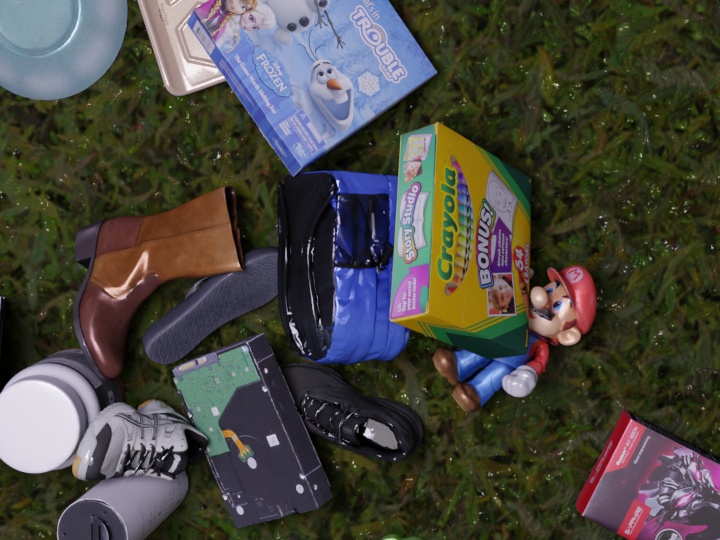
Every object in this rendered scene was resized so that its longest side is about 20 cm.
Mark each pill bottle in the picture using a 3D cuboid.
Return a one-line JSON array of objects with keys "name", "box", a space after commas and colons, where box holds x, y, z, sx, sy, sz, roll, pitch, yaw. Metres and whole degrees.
[{"name": "pill bottle", "box": [-0.332, 0.154, 1.321, 0.112, 0.200, 0.116, 0, 94, 0]}]

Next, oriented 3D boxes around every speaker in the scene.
[{"name": "speaker", "box": [-0.257, 0.260, 1.325, 0.080, 0.200, 0.083, 1, 98, 10]}]

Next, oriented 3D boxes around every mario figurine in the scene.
[{"name": "mario figurine", "box": [0.169, 0.061, 1.321, 0.199, 0.106, 0.124, -39, 89, 9]}]

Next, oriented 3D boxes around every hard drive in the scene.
[{"name": "hard drive", "box": [-0.124, 0.182, 1.361, 0.139, 0.038, 0.202, -22, 94, 38]}]

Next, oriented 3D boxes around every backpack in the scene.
[{"name": "backpack", "box": [0.000, 0.000, 1.297, 0.165, 0.162, 0.203, 3, 90, -20]}]

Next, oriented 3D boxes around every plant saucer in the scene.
[{"name": "plant saucer", "box": [-0.366, -0.297, 1.369, 0.198, 0.039, 0.204, 1, 96, 6]}]

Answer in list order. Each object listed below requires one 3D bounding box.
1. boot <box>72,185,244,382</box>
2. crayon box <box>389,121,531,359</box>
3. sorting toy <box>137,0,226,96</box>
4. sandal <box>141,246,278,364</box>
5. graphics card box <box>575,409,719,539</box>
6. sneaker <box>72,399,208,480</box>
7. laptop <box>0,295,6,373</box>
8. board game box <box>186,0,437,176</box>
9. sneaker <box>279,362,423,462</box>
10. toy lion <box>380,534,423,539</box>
[{"name": "boot", "box": [-0.217, 0.016, 1.342, 0.197, 0.069, 0.191, -12, 64, 16]}, {"name": "crayon box", "box": [0.109, -0.027, 1.254, 0.058, 0.172, 0.203, -11, 67, 39]}, {"name": "sorting toy", "box": [-0.149, -0.313, 1.353, 0.197, 0.036, 0.188, -18, 93, 2]}, {"name": "sandal", "box": [-0.167, 0.029, 1.368, 0.199, 0.076, 0.043, -33, 51, 5]}, {"name": "graphics card box", "box": [0.358, 0.258, 1.348, 0.198, 0.051, 0.127, 27, 97, 1]}, {"name": "sneaker", "box": [-0.230, 0.189, 1.299, 0.087, 0.200, 0.076, 27, 104, 16]}, {"name": "laptop", "box": [-0.461, 0.123, 1.357, 0.197, 0.116, 0.190, 8, 95, 18]}, {"name": "board game box", "box": [-0.050, -0.240, 1.300, 0.198, 0.043, 0.201, -37, 93, -21]}, {"name": "sneaker", "box": [-0.025, 0.160, 1.354, 0.197, 0.091, 0.077, 17, 98, 5]}, {"name": "toy lion", "box": [0.079, 0.393, 1.385, 0.198, 0.069, 0.194, -21, 86, 6]}]
